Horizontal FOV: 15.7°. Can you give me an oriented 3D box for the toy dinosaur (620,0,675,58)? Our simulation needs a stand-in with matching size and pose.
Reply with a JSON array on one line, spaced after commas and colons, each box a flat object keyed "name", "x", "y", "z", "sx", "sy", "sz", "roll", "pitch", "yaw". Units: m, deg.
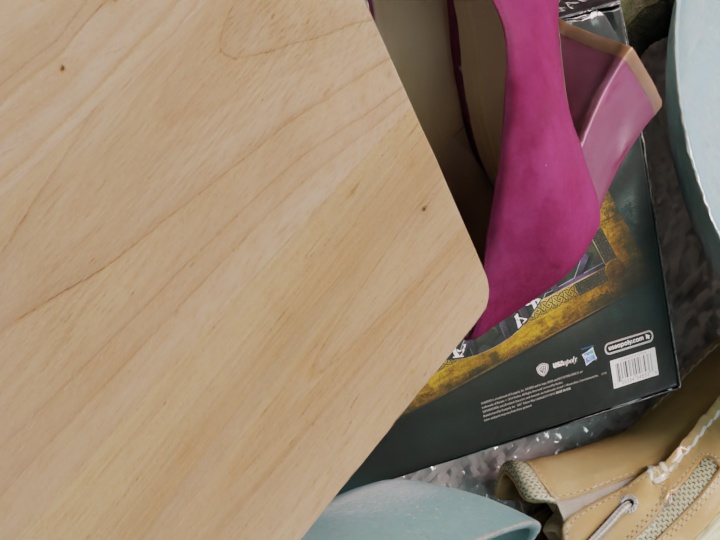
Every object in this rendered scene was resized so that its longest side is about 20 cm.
[{"name": "toy dinosaur", "x": 0.045, "y": -0.051, "z": 0.868, "sx": 0.088, "sy": 0.047, "sz": 0.200, "roll": 39, "pitch": 77, "yaw": -33}]

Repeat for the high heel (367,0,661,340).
[{"name": "high heel", "x": 0.017, "y": -0.061, "z": 0.740, "sx": 0.096, "sy": 0.067, "sz": 0.200, "roll": -55, "pitch": 131, "yaw": -11}]

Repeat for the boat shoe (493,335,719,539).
[{"name": "boat shoe", "x": 0.080, "y": 0.087, "z": 0.886, "sx": 0.076, "sy": 0.072, "sz": 0.200, "roll": 40, "pitch": 69, "yaw": -9}]

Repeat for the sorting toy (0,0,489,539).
[{"name": "sorting toy", "x": -0.076, "y": -0.013, "z": 0.666, "sx": 0.200, "sy": 0.069, "sz": 0.199, "roll": -49, "pitch": 125, "yaw": -38}]

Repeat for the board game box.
[{"name": "board game box", "x": 0.000, "y": 0.000, "z": 0.823, "sx": 0.199, "sy": 0.028, "sz": 0.136, "roll": -16, "pitch": 109, "yaw": -18}]

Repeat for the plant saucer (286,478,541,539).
[{"name": "plant saucer", "x": -0.040, "y": 0.113, "z": 0.761, "sx": 0.200, "sy": 0.200, "sz": 0.036, "roll": -26, "pitch": 76, "yaw": -26}]

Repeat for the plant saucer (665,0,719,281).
[{"name": "plant saucer", "x": 0.161, "y": -0.033, "z": 0.913, "sx": 0.201, "sy": 0.039, "sz": 0.202, "roll": 21, "pitch": 58, "yaw": -38}]
